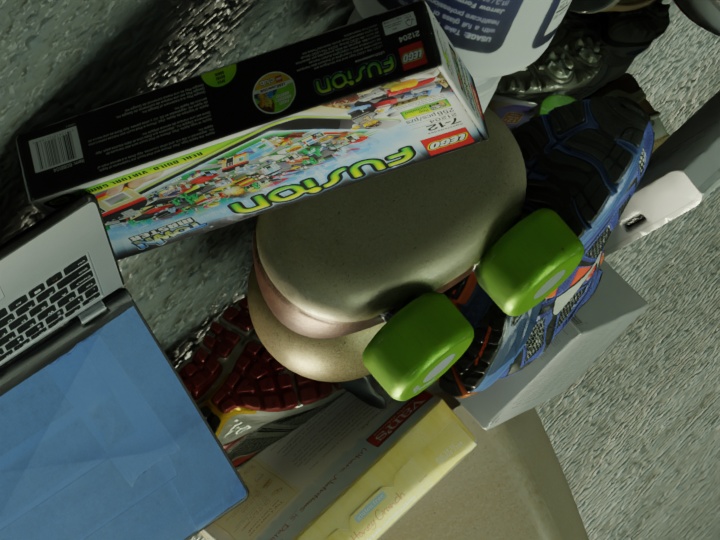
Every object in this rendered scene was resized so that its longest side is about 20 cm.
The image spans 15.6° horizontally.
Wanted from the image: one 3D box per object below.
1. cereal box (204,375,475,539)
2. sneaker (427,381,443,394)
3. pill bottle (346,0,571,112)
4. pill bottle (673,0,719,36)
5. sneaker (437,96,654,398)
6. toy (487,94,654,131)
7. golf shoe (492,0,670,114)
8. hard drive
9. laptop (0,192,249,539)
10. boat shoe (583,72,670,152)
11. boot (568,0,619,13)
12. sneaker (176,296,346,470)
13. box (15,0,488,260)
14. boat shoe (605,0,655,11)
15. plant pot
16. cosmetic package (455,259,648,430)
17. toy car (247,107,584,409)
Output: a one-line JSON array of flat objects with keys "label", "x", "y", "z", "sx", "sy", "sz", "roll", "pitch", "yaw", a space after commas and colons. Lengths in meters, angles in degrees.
[{"label": "cereal box", "x": -0.026, "y": 0.117, "z": 1.541, "sx": 0.144, "sy": 0.040, "sz": 0.200, "roll": -43, "pitch": -161, "yaw": -8}, {"label": "sneaker", "x": 0.080, "y": -0.011, "z": 1.665, "sx": 0.201, "sy": 0.070, "sz": 0.080, "roll": -52, "pitch": 154, "yaw": -9}, {"label": "pill bottle", "x": 0.057, "y": -0.165, "z": 1.267, "sx": 0.111, "sy": 0.111, "sz": 0.201, "roll": -26, "pitch": 151, "yaw": -44}, {"label": "pill bottle", "x": 0.227, "y": -0.182, "z": 1.481, "sx": 0.110, "sy": 0.109, "sz": 0.200, "roll": -49, "pitch": -178, "yaw": 6}, {"label": "sneaker", "x": 0.102, "y": -0.018, "z": 1.423, "sx": 0.078, "sy": 0.075, "sz": 0.200, "roll": -11, "pitch": 145, "yaw": -44}, {"label": "toy", "x": 0.074, "y": -0.025, "z": 1.493, "sx": 0.114, "sy": 0.047, "sz": 0.200, "roll": 7, "pitch": 144, "yaw": -24}, {"label": "golf shoe", "x": 0.099, "y": -0.112, "z": 1.503, "sx": 0.199, "sy": 0.078, "sz": 0.097, "roll": -19, "pitch": 152, "yaw": -49}, {"label": "hard drive", "x": 0.214, "y": -0.086, "z": 1.506, "sx": 0.200, "sy": 0.026, "sz": 0.132, "roll": -41, "pitch": -176, "yaw": -30}, {"label": "laptop", "x": -0.165, "y": 0.089, "z": 1.243, "sx": 0.187, "sy": 0.116, "sz": 0.200, "roll": -34, "pitch": 164, "yaw": -10}, {"label": "boat shoe", "x": 0.102, "y": -0.034, "z": 1.591, "sx": 0.199, "sy": 0.076, "sz": 0.072, "roll": -35, "pitch": 180, "yaw": 7}, {"label": "boot", "x": 0.162, "y": -0.223, "z": 1.369, "sx": 0.154, "sy": 0.073, "sz": 0.205, "roll": 9, "pitch": 100, "yaw": -68}, {"label": "sneaker", "x": -0.081, "y": 0.078, "z": 1.505, "sx": 0.199, "sy": 0.078, "sz": 0.082, "roll": -26, "pitch": 156, "yaw": -24}, {"label": "box", "x": -0.047, "y": -0.062, "z": 1.221, "sx": 0.199, "sy": 0.035, "sz": 0.110, "roll": -18, "pitch": 161, "yaw": 10}, {"label": "boat shoe", "x": 0.114, "y": -0.178, "z": 1.416, "sx": 0.074, "sy": 0.066, "sz": 0.200, "roll": -55, "pitch": 158, "yaw": 21}, {"label": "plant pot", "x": 0.054, "y": 0.188, "z": 1.673, "sx": 0.199, "sy": 0.178, "sz": 0.200, "roll": -36, "pitch": -179, "yaw": 9}, {"label": "cosmetic package", "x": 0.112, "y": 0.040, "z": 1.589, "sx": 0.083, "sy": 0.051, "sz": 0.200, "roll": -48, "pitch": 170, "yaw": 14}, {"label": "toy car", "x": 0.000, "y": 0.000, "z": 1.403, "sx": 0.157, "sy": 0.164, "sz": 0.200, "roll": -35, "pitch": 166, "yaw": -25}]
